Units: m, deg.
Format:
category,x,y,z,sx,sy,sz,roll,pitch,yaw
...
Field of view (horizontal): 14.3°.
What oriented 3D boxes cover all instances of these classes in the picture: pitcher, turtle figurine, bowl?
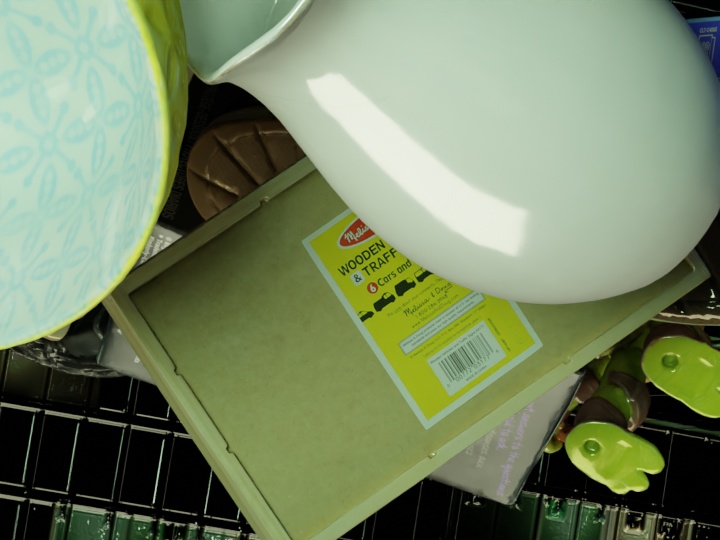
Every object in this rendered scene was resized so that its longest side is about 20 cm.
category,x,y,z,sx,sy,sz,roll,pitch,yaw
pitcher,0.015,-0.074,0.957,0.200,0.122,0.171,26,-175,-35
turtle figurine,0.138,0.024,1.275,0.200,0.064,0.161,-34,-168,18
bowl,-0.135,-0.084,0.898,0.199,0.201,0.108,7,-147,17

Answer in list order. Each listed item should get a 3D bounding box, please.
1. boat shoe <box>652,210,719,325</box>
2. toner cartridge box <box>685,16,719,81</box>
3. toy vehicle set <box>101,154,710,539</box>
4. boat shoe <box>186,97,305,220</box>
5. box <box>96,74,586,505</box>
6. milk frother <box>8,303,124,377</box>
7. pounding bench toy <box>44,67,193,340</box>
category,x,y,z,sx,sy,sz,roll,pitch,yaw
boat shoe,0.191,-0.019,1.189,0.199,0.072,0.076,-8,-179,14
toner cartridge box,0.201,-0.064,1.021,0.095,0.043,0.200,12,174,-36
toy vehicle set,0.018,0.005,1.079,0.200,0.125,0.027,-34,-177,-13
boat shoe,0.032,-0.046,1.174,0.199,0.072,0.072,1,-157,7
box,0.000,0.000,1.262,0.199,0.123,0.106,19,138,-5
milk frother,-0.189,0.028,1.295,0.200,0.188,0.180,44,152,-18
pounding bench toy,-0.176,-0.073,1.095,0.199,0.125,0.156,24,172,-6
